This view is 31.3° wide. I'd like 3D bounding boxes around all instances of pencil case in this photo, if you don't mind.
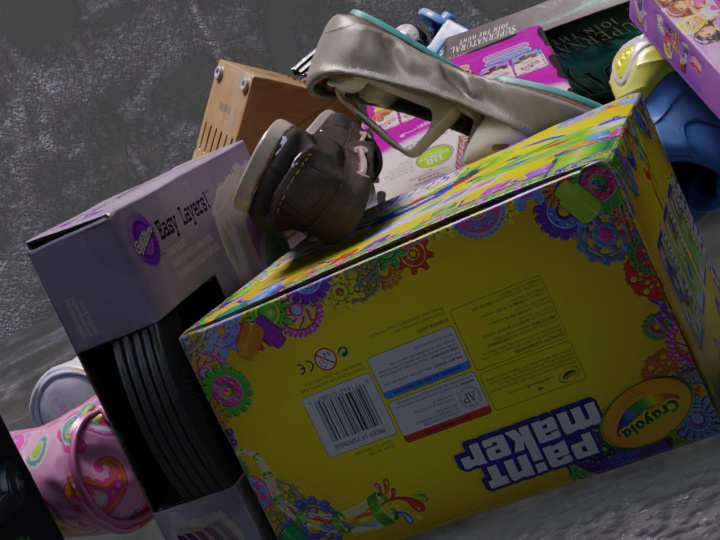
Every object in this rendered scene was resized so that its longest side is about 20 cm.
[{"bbox_3d":[-0.205,0.133,0.810,0.200,0.088,0.087,-17,11,41],"label":"pencil case"},{"bbox_3d":[-0.191,0.088,1.063,0.091,0.083,0.200,-29,6,19],"label":"pencil case"}]

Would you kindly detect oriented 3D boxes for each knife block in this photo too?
[{"bbox_3d":[-0.026,-0.081,0.919,0.175,0.201,0.064,10,13,-31],"label":"knife block"}]

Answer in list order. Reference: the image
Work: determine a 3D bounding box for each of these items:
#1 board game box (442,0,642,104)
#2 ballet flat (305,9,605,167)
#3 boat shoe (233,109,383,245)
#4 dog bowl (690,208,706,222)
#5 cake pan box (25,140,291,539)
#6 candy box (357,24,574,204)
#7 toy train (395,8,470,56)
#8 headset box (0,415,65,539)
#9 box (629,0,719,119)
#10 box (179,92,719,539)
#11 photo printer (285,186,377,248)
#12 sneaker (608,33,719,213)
[{"bbox_3d":[0.174,-0.150,0.901,0.135,0.028,0.200,24,-23,-37],"label":"board game box"},{"bbox_3d":[0.058,-0.084,0.718,0.064,0.200,0.067,-62,-20,-7],"label":"ballet flat"},{"bbox_3d":[-0.016,-0.042,0.659,0.067,0.057,0.200,-60,-3,10],"label":"boat shoe"},{"bbox_3d":[0.177,-0.034,0.853,0.111,0.050,0.200,-18,10,43],"label":"dog bowl"},{"bbox_3d":[-0.071,0.041,0.640,0.052,0.185,0.200,-22,8,18],"label":"cake pan box"},{"bbox_3d":[0.078,-0.063,0.802,0.136,0.061,0.200,-20,35,8],"label":"candy box"},{"bbox_3d":[0.094,-0.139,1.067,0.087,0.114,0.200,-53,-34,2],"label":"toy train"},{"bbox_3d":[-0.259,0.112,0.698,0.093,0.201,0.174,-30,10,-36],"label":"headset box"},{"bbox_3d":[0.262,-0.121,0.717,0.137,0.200,0.039,-27,-33,-7],"label":"box"},{"bbox_3d":[0.056,0.020,0.608,0.200,0.122,0.193,-23,8,21],"label":"box"},{"bbox_3d":[0.000,0.000,0.890,0.199,0.070,0.167,-2,39,35],"label":"photo printer"},{"bbox_3d":[0.243,-0.077,0.809,0.199,0.105,0.076,11,-17,-17],"label":"sneaker"}]
